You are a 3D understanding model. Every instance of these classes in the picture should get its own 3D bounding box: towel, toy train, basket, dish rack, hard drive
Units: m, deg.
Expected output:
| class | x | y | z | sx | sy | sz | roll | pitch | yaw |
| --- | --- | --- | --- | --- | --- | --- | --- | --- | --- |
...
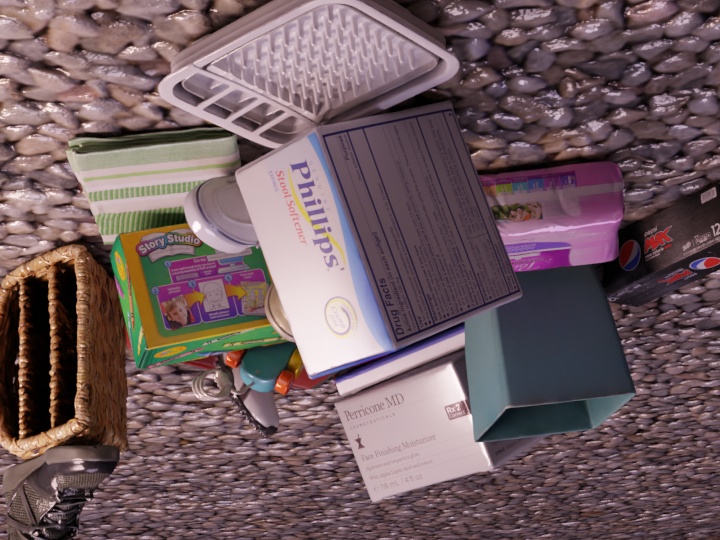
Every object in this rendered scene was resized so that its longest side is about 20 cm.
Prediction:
| class | x | y | z | sx | sy | sz | roll | pitch | yaw |
| --- | --- | --- | --- | --- | --- | --- | --- | --- | --- |
| towel | -0.184 | -0.078 | 1.368 | 0.151 | 0.024 | 0.200 | -5 | 157 | -3 |
| toy train | -0.131 | 0.052 | 1.469 | 0.148 | 0.202 | 0.056 | -6 | 146 | -17 |
| basket | -0.327 | 0.090 | 1.521 | 0.141 | 0.202 | 0.149 | -6 | 162 | 7 |
| dish rack | -0.040 | -0.165 | 1.143 | 0.199 | 0.044 | 0.171 | -20 | 154 | 35 |
| hard drive | 0.078 | 0.095 | 1.761 | 0.198 | 0.026 | 0.132 | -23 | 179 | 18 |

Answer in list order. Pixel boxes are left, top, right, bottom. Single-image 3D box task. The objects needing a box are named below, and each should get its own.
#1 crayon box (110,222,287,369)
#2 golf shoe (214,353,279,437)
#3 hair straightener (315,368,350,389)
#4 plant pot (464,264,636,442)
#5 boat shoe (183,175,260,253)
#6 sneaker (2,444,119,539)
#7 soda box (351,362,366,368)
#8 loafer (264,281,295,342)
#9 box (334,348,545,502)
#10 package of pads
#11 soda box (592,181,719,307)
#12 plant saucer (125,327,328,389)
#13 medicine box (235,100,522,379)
| class | x | y | z | sx | sy | sz | roll | pitch | yaw |
| --- | --- | --- | --- | --- | --- | --- | --- | --- | --- |
| crayon box | -0.129 | 0.014 | 1.410 | 0.198 | 0.120 | 0.058 | -10 | 159 | -20 |
| golf shoe | -0.111 | 0.073 | 1.540 | 0.094 | 0.202 | 0.078 | -21 | -179 | 1 |
| hair straightener | -0.021 | 0.102 | 1.843 | 0.076 | 0.041 | 0.200 | 5 | 157 | -25 |
| plant pot | 0.185 | 0.060 | 1.551 | 0.140 | 0.202 | 0.142 | -5 | 161 | -12 |
| boat shoe | -0.070 | -0.064 | 1.332 | 0.086 | 0.075 | 0.201 | -32 | 162 | 31 |
| sneaker | -0.297 | 0.237 | 1.469 | 0.076 | 0.116 | 0.199 | 9 | 155 | -39 |
| soda box | -0.056 | 0.056 | 1.674 | 0.063 | 0.071 | 0.199 | -22 | 153 | 38 |
| loafer | -0.013 | -0.012 | 1.385 | 0.200 | 0.076 | 0.068 | -45 | 178 | -32 |
| box | 0.114 | 0.165 | 1.748 | 0.198 | 0.132 | 0.199 | -23 | 178 | 41 |
| package of pads | 0.160 | -0.048 | 1.448 | 0.197 | 0.077 | 0.121 | -7 | 158 | 5 |
| soda box | 0.337 | -0.024 | 1.566 | 0.070 | 0.064 | 0.199 | 9 | 156 | -34 |
| plant saucer | -0.161 | 0.100 | 1.713 | 0.199 | 0.037 | 0.199 | 5 | 171 | 43 |
| medicine box | 0.019 | -0.030 | 1.226 | 0.102 | 0.184 | 0.199 | -22 | 178 | 39 |
